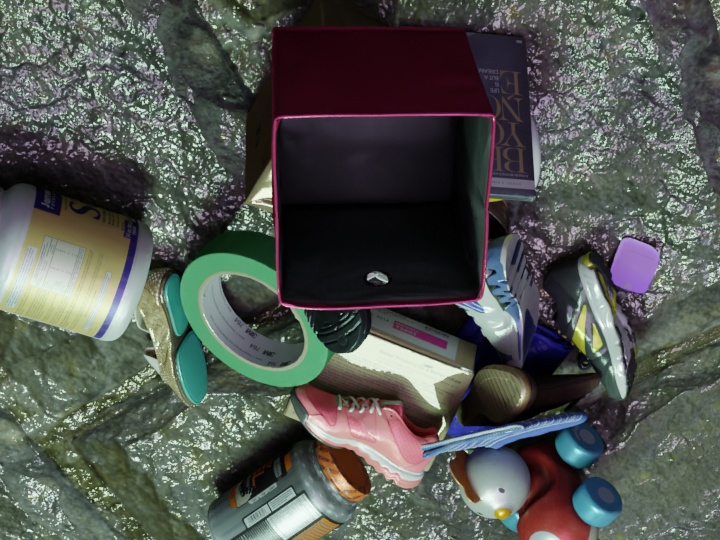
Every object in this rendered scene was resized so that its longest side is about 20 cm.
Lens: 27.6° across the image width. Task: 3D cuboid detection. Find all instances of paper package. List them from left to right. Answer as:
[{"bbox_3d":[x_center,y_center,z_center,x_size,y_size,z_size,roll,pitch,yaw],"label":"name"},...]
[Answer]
[{"bbox_3d":[-0.041,-0.167,1.566,0.103,0.200,0.191,24,118,-20],"label":"paper package"}]

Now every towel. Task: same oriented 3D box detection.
[{"bbox_3d":[0.165,0.140,1.886,0.147,0.050,0.200,26,116,-22],"label":"towel"},{"bbox_3d":[0.178,0.200,1.778,0.144,0.024,0.200,-19,170,29],"label":"towel"}]

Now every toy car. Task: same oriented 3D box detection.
[{"bbox_3d":[0.199,0.295,1.905,0.199,0.177,0.185,14,132,-25],"label":"toy car"}]

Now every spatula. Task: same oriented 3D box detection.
[{"bbox_3d":[0.321,0.049,1.863,0.056,0.021,0.201,20,123,-1],"label":"spatula"}]

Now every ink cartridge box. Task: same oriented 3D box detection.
[{"bbox_3d":[0.025,0.137,1.820,0.199,0.075,0.165,22,118,-1],"label":"ink cartridge box"}]

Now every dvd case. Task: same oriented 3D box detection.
[{"bbox_3d":[0.114,-0.173,1.598,0.148,0.201,0.016,4,157,-10],"label":"dvd case"}]

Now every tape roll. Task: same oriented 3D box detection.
[{"bbox_3d":[-0.116,0.047,1.725,0.200,0.048,0.201,19,135,20],"label":"tape roll"}]

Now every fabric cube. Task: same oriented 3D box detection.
[{"bbox_3d":[0.012,-0.101,1.377,0.195,0.200,0.201,-2,121,-5],"label":"fabric cube"}]

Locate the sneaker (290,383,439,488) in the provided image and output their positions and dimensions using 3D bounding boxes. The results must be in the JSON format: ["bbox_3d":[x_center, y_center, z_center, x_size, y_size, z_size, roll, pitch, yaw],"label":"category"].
[{"bbox_3d":[0.009,0.179,1.774,0.200,0.074,0.087,32,109,-15],"label":"sneaker"}]

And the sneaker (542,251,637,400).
[{"bbox_3d":[0.289,0.071,1.838,0.084,0.074,0.201,-11,108,28],"label":"sneaker"}]

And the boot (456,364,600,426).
[{"bbox_3d":[0.219,0.141,1.787,0.166,0.073,0.200,-12,168,-19],"label":"boot"}]

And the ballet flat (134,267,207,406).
[{"bbox_3d":[-0.238,0.079,1.792,0.065,0.071,0.201,5,124,22],"label":"ballet flat"}]

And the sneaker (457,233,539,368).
[{"bbox_3d":[0.145,0.025,1.756,0.115,0.081,0.200,8,141,25],"label":"sneaker"}]

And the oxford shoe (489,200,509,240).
[{"bbox_3d":[0.086,-0.084,1.712,0.199,0.073,0.072,13,121,-15],"label":"oxford shoe"}]

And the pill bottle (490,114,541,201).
[{"bbox_3d":[0.092,-0.125,1.644,0.199,0.111,0.111,-9,125,-15],"label":"pill bottle"}]

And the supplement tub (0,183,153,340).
[{"bbox_3d":[-0.350,-0.014,1.656,0.199,0.146,0.146,19,119,-19],"label":"supplement tub"}]

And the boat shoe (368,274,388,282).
[{"bbox_3d":[0.028,-0.017,1.578,0.199,0.067,0.073,-17,174,-39],"label":"boat shoe"}]

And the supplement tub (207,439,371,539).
[{"bbox_3d":[-0.092,0.305,1.915,0.200,0.123,0.123,-35,121,15],"label":"supplement tub"}]

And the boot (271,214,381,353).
[{"bbox_3d":[0.000,0.000,1.657,0.076,0.201,0.168,-39,155,32],"label":"boot"}]
